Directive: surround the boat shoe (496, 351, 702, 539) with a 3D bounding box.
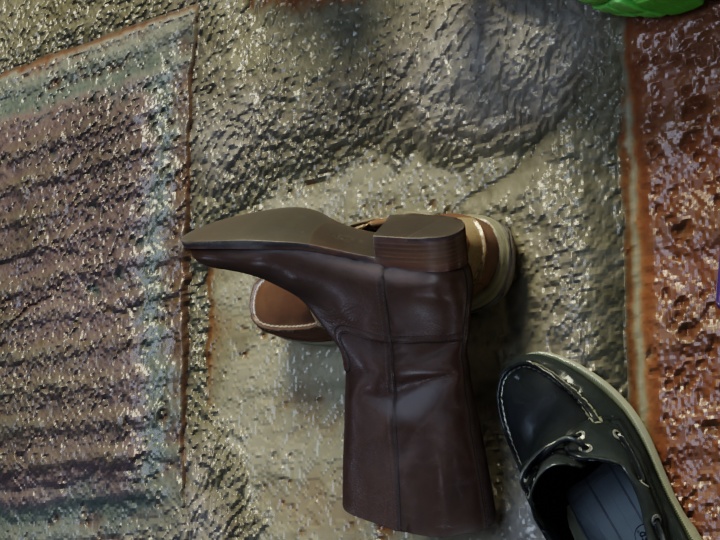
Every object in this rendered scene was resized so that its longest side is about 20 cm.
[{"bbox_3d":[0.123,0.121,0.865,0.075,0.066,0.199,-43,56,26],"label":"boat shoe"}]

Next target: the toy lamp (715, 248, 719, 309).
[{"bbox_3d":[0.234,-0.069,0.818,0.058,0.058,0.200,23,93,41],"label":"toy lamp"}]

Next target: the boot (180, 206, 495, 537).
[{"bbox_3d":[-0.013,0.067,0.940,0.186,0.064,0.200,4,112,26],"label":"boot"}]

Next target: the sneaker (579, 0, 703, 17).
[{"bbox_3d":[0.194,-0.210,0.882,0.200,0.077,0.084,-29,41,33],"label":"sneaker"}]

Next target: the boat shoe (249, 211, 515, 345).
[{"bbox_3d":[0.000,0.000,0.992,0.200,0.072,0.076,-18,70,37],"label":"boat shoe"}]
